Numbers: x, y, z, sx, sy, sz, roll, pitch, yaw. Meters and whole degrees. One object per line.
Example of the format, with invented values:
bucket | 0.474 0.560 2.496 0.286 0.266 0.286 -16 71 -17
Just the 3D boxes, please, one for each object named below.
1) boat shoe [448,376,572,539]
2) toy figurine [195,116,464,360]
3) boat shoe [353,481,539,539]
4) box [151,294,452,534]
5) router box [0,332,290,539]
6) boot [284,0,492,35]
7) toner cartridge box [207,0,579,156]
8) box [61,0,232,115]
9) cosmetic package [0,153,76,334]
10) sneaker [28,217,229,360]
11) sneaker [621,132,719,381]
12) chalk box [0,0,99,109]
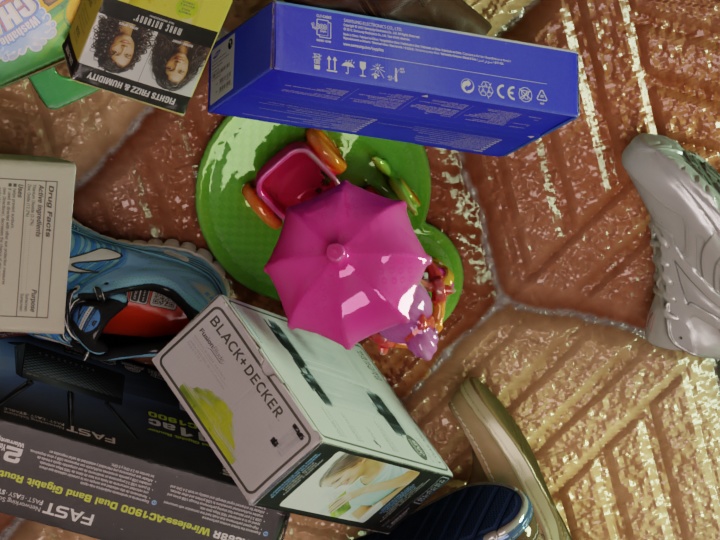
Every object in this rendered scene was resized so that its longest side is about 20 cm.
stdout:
boat shoe | 0.096 0.162 1.869 0.064 0.071 0.201 -25 114 4
toy figurine | 0.000 0.000 1.727 0.150 0.184 0.200 -40 112 7
boat shoe | 0.051 0.194 1.844 0.200 0.072 0.072 -24 112 46
box | -0.033 0.090 1.746 0.060 0.200 0.117 -41 68 12
router box | -0.147 0.111 1.780 0.199 0.150 0.062 16 110 -12
boot | 0.051 -0.165 1.667 0.185 0.200 0.065 -7 70 19
toner cartridge box | 0.019 -0.110 1.678 0.199 0.095 0.043 7 75 -26
box | -0.094 -0.190 1.580 0.075 0.050 0.201 18 111 -21
cosmetic package | -0.272 -0.021 1.669 0.199 0.073 0.104 4 95 -20
sneaker | -0.177 0.012 1.768 0.199 0.090 0.079 6 112 -9
sneaker | 0.212 0.005 1.814 0.099 0.078 0.200 -34 111 12
chalk box | -0.197 -0.185 1.666 0.124 0.124 0.201 -24 112 5
